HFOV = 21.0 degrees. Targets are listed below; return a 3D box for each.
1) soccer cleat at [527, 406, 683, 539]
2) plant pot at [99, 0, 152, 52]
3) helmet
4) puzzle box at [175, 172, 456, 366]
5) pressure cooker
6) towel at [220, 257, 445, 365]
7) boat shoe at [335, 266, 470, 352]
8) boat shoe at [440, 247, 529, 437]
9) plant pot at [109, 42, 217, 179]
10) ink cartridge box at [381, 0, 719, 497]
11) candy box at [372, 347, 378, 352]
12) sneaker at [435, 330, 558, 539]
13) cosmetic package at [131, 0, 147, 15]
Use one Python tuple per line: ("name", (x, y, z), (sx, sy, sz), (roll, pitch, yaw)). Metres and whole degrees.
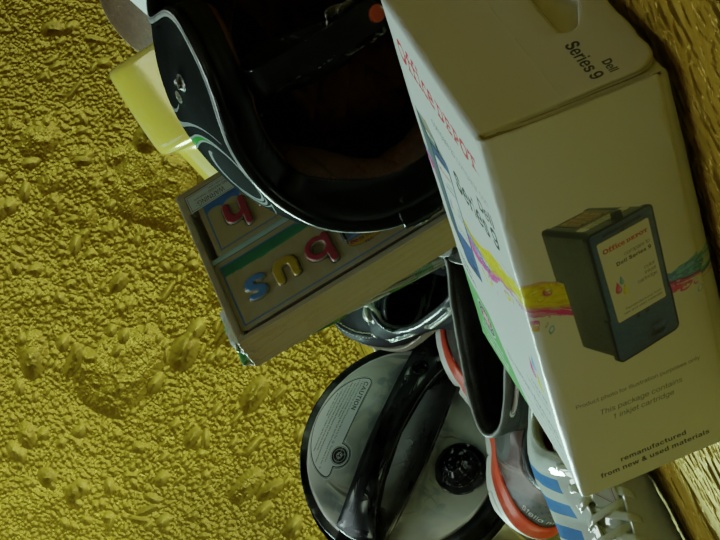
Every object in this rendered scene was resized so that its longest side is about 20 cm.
("soccer cleat", (0.144, 0.142, 1.148), (0.200, 0.070, 0.087), (-117, 6, -46))
("plant pot", (-0.106, -0.280, 1.490), (0.200, 0.186, 0.188), (108, 140, -62))
("helmet", (-0.019, -0.126, 1.034), (0.191, 0.199, 0.201), (-117, 6, -61))
("puzzle box", (-0.001, -0.045, 1.116), (0.025, 0.199, 0.133), (55, -175, -47))
("pressure cooker", (0.052, 0.146, 1.424), (0.200, 0.178, 0.177), (46, -158, -60))
("towel", (0.000, 0.000, 1.306), (0.023, 0.199, 0.153), (63, 176, -9))
("boat shoe", (0.032, 0.014, 1.334), (0.200, 0.063, 0.073), (-6, 74, 54))
("boat shoe", (0.081, 0.015, 1.210), (0.067, 0.057, 0.201), (21, 134, 53))
("plant pot", (-0.029, -0.101, 1.255), (0.189, 0.200, 0.201), (58, 177, -10))
("ink cartridge box", (0.090, -0.026, 0.862), (0.145, 0.087, 0.201), (-118, 9, -54))
("candy box", (0.048, 0.040, 1.544), (0.200, 0.055, 0.116), (42, -161, -57))
("sneaker", (0.115, 0.077, 1.321), (0.082, 0.077, 0.201), (-49, 53, 50))
("cosmetic package", (-0.116, -0.258, 1.365), (0.151, 0.052, 0.200), (43, 140, -4))
